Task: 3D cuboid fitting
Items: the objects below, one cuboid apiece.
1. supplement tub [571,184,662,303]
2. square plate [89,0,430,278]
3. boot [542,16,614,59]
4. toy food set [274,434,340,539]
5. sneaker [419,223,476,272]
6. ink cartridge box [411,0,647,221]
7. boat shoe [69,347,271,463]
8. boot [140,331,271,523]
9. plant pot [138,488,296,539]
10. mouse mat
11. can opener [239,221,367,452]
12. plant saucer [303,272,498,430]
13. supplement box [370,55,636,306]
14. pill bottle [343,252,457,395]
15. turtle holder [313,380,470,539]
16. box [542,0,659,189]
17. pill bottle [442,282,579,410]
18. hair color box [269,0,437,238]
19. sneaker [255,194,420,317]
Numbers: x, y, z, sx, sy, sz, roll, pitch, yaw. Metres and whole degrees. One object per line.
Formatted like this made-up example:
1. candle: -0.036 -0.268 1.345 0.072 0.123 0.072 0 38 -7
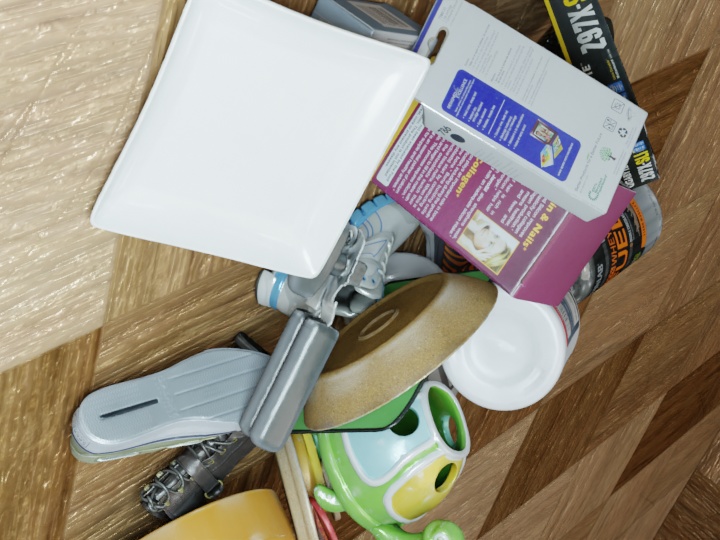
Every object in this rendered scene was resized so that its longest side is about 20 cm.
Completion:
1. supplement tub: 0.256 -0.036 1.612 0.200 0.122 0.123 -32 150 -37
2. square plate: -0.073 -0.098 0.990 0.199 0.028 0.199 14 116 -34
3. boot: 0.197 -0.165 1.422 0.138 0.077 0.201 49 65 -89
4. toy food set: -0.048 0.244 1.394 0.048 0.201 0.198 -14 162 -6
5. sneaker: 0.126 -0.030 1.387 0.200 0.111 0.078 62 45 -65
6. ink cartridge box: 0.124 -0.130 1.083 0.100 0.199 0.039 -63 -168 -17
7. boat shoe: -0.154 0.115 1.157 0.199 0.072 0.062 -9 160 -30
8. boot: -0.135 0.161 1.268 0.174 0.069 0.200 -44 157 -18
9. plant pot: -0.131 0.339 1.309 0.199 0.184 0.200 -26 162 -9
10. mouse mat: 0.024 0.072 1.228 0.008 0.160 0.200 51 56 -23
11. can opener: -0.051 0.048 1.119 0.066 0.053 0.201 20 95 -25
12. plant saucer: 0.024 0.058 1.151 0.200 0.036 0.200 -34 -169 7
13. supplement box: 0.121 -0.080 1.216 0.131 0.200 0.103 -56 150 13
14. pill bottle: 0.050 0.075 1.417 0.114 0.114 0.200 -44 155 -14
15. turtle holder: 0.033 0.182 1.305 0.131 0.186 0.141 -28 130 27
16. box: 0.210 -0.189 1.236 0.049 0.201 0.160 -20 159 10
17. pill bottle: 0.152 0.057 1.334 0.120 0.119 0.200 -58 172 15
18. hair color box: -0.027 -0.114 1.086 0.099 0.061 0.201 -8 130 -56
19. sneaker: 0.000 0.000 1.261 0.200 0.087 0.075 -35 149 -35
